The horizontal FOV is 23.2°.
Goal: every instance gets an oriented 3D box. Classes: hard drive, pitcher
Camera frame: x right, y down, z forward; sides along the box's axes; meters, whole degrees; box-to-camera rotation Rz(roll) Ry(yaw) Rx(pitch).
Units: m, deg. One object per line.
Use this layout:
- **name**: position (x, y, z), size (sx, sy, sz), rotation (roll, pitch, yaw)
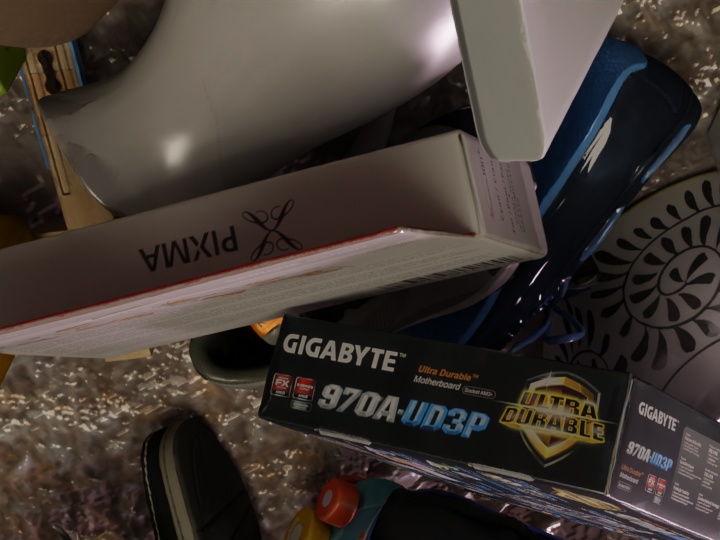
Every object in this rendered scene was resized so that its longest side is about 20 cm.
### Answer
- **hard drive**: position (0.073, -0.148, 0.638), size (0.027, 0.200, 0.132), rotation (1, 125, 24)
- **pitcher**: position (-0.009, -0.101, 0.719), size (0.200, 0.121, 0.171), rotation (-46, 151, 18)

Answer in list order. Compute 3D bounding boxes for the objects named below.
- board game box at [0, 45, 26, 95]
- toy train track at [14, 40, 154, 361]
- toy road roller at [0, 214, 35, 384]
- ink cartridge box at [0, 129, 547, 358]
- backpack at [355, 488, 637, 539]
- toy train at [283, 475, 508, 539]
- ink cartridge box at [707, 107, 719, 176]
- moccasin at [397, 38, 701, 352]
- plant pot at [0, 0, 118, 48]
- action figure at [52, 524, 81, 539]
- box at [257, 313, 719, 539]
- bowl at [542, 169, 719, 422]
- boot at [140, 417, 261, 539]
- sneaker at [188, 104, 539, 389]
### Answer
- **board game box**: position (-0.230, -0.144, 0.702), size (0.101, 0.048, 0.200), rotation (-23, 114, 12)
- **toy train track**: position (-0.125, -0.054, 0.787), size (0.114, 0.033, 0.201), rotation (-6, 116, 10)
- **toy road roller**: position (-0.207, 0.052, 0.779), size (0.145, 0.123, 0.201), rotation (-6, 123, 14)
- **ink cartridge box**: position (-0.050, -0.007, 0.638), size (0.199, 0.176, 0.045), rotation (-14, 83, 19)
- **backpack**: position (0.053, 0.198, 0.808), size (0.190, 0.200, 0.154), rotation (35, 125, -22)
- **toy train**: position (0.034, 0.170, 0.918), size (0.150, 0.056, 0.201), rotation (-10, 123, -2)
- **ink cartridge box**: position (0.238, -0.021, 0.720), size (0.145, 0.200, 0.084), rotation (13, 124, -10)
- **moccasin**: position (0.084, -0.007, 0.792), size (0.068, 0.081, 0.200), rotation (19, 124, -29)
- **plant pot**: position (-0.108, -0.179, 0.613), size (0.200, 0.201, 0.175), rotation (24, 121, -16)
- **action figure**: position (-0.113, 0.216, 0.840), size (0.130, 0.069, 0.201), rotation (-24, 86, 33)
- **box**: position (0.079, 0.073, 0.714), size (0.159, 0.046, 0.200), rotation (9, 169, 37)
- **bowl**: position (0.190, 0.059, 0.829), size (0.200, 0.094, 0.201), rotation (-1, 121, -1)
- **boot**: position (-0.124, 0.181, 0.903), size (0.153, 0.073, 0.204), rotation (-8, 107, 19)
- **sneaker**: position (0.000, 0.000, 0.756), size (0.200, 0.079, 0.074), rotation (-40, 75, 39)
